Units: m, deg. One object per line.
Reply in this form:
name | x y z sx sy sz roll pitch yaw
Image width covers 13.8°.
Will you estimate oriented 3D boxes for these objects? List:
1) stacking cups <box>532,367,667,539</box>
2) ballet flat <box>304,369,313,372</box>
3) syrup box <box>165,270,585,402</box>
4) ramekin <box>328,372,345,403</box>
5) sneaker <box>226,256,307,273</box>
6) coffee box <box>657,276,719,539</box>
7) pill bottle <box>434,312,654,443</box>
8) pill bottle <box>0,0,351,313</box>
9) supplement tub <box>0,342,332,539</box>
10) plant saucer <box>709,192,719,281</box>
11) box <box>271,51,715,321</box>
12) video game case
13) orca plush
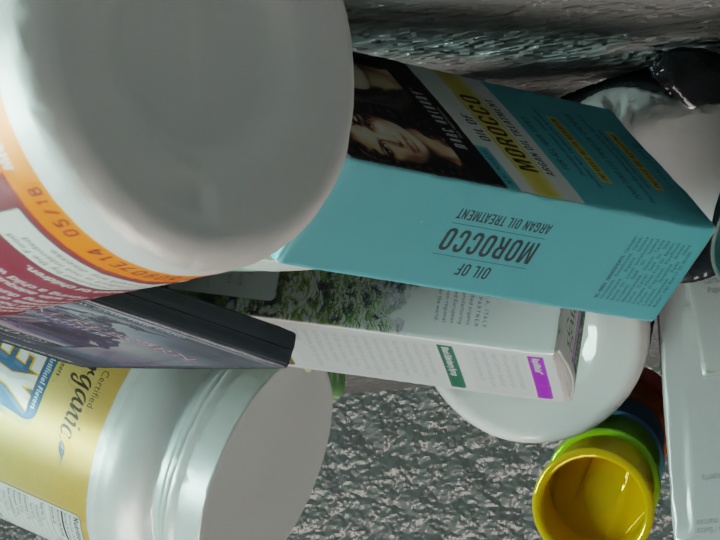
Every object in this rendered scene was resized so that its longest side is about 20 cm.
stacking cups | 0.134 0.094 1.514 0.060 0.061 0.200 -7 -170 15
ballet flat | 0.055 0.002 1.377 0.200 0.070 0.069 -16 173 9
syrup box | 0.000 0.000 1.306 0.200 0.079 0.081 7 163 9
ramekin | -0.101 0.038 1.752 0.200 0.098 0.200 -5 175 0
sneaker | -0.074 -0.030 1.217 0.200 0.074 0.118 4 169 5
coffee box | 0.253 0.032 1.505 0.199 0.200 0.198 -6 175 8
pill bottle | 0.095 0.015 1.517 0.114 0.114 0.200 -6 -173 9
pill bottle | -0.110 -0.043 0.800 0.200 0.114 0.114 -11 172 43
supplement tub | -0.129 0.065 1.464 0.200 0.145 0.145 21 -175 23
plant saucer | 0.226 -0.053 1.174 0.200 0.027 0.200 -18 153 -9
box | 0.035 -0.034 1.108 0.200 0.082 0.049 9 122 -43
video game case | -0.135 0.014 1.237 0.143 0.019 0.200 20 170 -28
orca plush | 0.110 -0.047 1.243 0.200 0.105 0.071 -25 -151 9
